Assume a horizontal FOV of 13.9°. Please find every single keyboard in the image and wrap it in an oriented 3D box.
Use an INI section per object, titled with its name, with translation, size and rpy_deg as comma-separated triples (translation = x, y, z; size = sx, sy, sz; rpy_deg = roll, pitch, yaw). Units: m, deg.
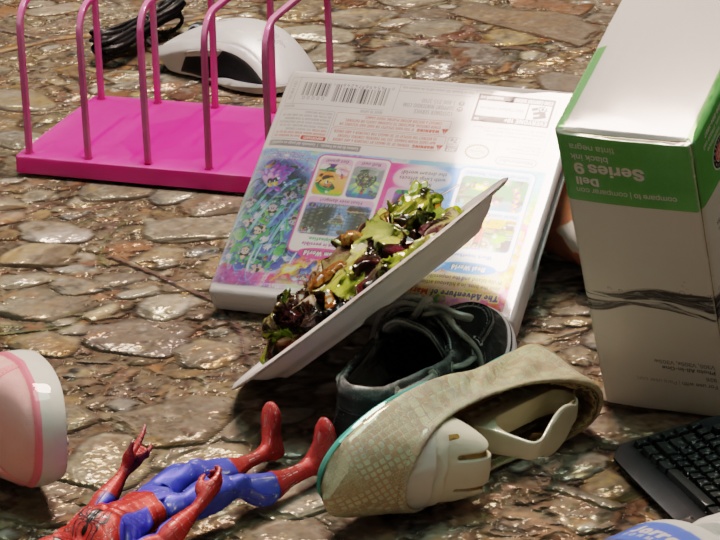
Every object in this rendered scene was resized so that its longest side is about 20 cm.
[keyboard]
translation = 0.225, 0.119, 1.544
size = 0.126, 0.021, 0.200
rpy_deg = -10, 24, -18

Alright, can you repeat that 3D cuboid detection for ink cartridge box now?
[ink cartridge box]
translation = 0.181, -0.039, 1.661
size = 0.084, 0.201, 0.146
rpy_deg = 6, 42, 23

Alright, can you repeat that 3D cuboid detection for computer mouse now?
[computer mouse]
translation = -0.115, -0.179, 2.292
size = 0.199, 0.044, 0.109
rpy_deg = 16, 27, 38

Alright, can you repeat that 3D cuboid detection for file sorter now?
[file sorter]
translation = -0.128, -0.142, 2.090
size = 0.199, 0.126, 0.139
rpy_deg = 5, 23, 19

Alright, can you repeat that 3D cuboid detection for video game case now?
[video game case]
translation = 0.024, -0.044, 1.849
size = 0.199, 0.024, 0.183
rpy_deg = 6, 55, 20

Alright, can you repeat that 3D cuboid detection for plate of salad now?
[plate of salad]
translation = 0.000, 0.000, 1.697
size = 0.200, 0.048, 0.200
rpy_deg = -37, 1, 1

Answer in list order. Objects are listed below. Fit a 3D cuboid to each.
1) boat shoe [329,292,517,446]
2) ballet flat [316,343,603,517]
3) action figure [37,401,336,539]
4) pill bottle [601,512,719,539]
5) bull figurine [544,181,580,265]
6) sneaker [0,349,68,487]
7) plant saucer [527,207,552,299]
[boat shoe]
translation = 0.034, 0.049, 1.672
size = 0.073, 0.068, 0.199
rpy_deg = 10, 25, 27
[ballet flat]
translation = 0.060, 0.087, 1.584
size = 0.062, 0.068, 0.200
rpy_deg = 25, 34, 32
[action figure]
translation = -0.099, 0.118, 1.546
size = 0.065, 0.052, 0.200
rpy_deg = 19, 32, 36
[pill bottle]
translation = 0.113, 0.175, 1.288
size = 0.199, 0.114, 0.114
rpy_deg = -18, 26, -34
[bull figurine]
translation = 0.163, -0.030, 1.863
size = 0.121, 0.065, 0.200
rpy_deg = -12, 25, -29
[sneaker]
translation = -0.235, 0.078, 1.616
size = 0.104, 0.076, 0.200
rpy_deg = -9, 15, -27
[plant saucer]
translation = 0.020, -0.013, 1.853
size = 0.199, 0.019, 0.070
rpy_deg = 4, 56, 19
